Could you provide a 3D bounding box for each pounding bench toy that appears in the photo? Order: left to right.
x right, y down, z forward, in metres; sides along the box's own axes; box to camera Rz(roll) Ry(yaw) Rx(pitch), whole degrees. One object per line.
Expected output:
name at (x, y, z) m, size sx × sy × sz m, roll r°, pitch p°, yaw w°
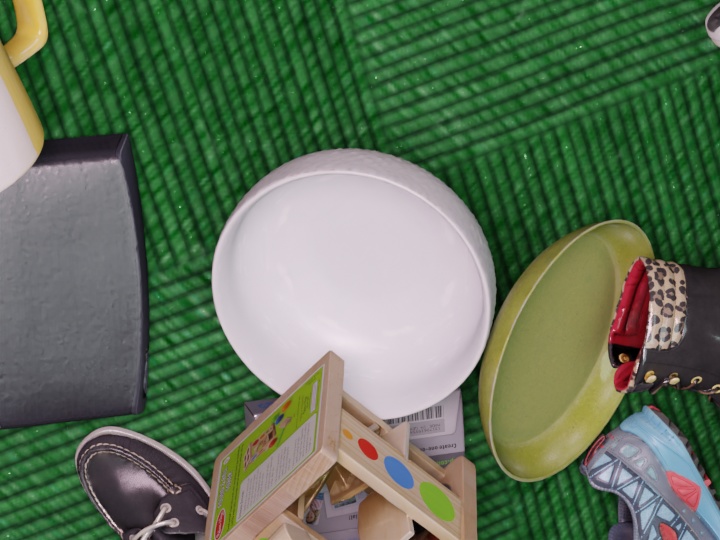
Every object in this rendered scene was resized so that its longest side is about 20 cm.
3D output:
pounding bench toy at (-0.007, 0.187, 1.633) m, size 0.156 × 0.200 × 0.124 m, roll 39°, pitch 113°, yaw -18°

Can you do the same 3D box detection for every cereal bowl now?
cereal bowl at (0.000, 0.000, 1.691) m, size 0.199 × 0.083 × 0.201 m, roll 5°, pitch 121°, yaw 9°

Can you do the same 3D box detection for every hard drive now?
hard drive at (-0.210, 0.011, 1.677) m, size 0.134 × 0.042 × 0.201 m, roll -5°, pitch 104°, yaw -13°

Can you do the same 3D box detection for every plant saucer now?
plant saucer at (0.142, 0.053, 1.740) m, size 0.200 × 0.031 × 0.200 m, roll -33°, pitch 135°, yaw -39°

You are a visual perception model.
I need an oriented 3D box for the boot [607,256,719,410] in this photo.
boot at (0.253, 0.084, 1.753) m, size 0.150 × 0.073 × 0.201 m, roll 7°, pitch 99°, yaw -20°

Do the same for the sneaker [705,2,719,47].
sneaker at (0.348, -0.175, 1.771) m, size 0.199 × 0.075 × 0.081 m, roll -9°, pitch 114°, yaw -12°

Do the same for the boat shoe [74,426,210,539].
boat shoe at (-0.128, 0.195, 1.716) m, size 0.074 × 0.060 × 0.200 m, roll -37°, pitch 97°, yaw 13°

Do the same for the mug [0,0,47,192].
mug at (-0.292, -0.141, 1.563) m, size 0.149 × 0.187 × 0.153 m, roll -9°, pitch 122°, yaw 8°

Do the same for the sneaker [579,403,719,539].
sneaker at (0.230, 0.202, 1.829) m, size 0.095 × 0.079 × 0.200 m, roll -30°, pitch 99°, yaw -1°

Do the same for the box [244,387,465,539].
box at (0.000, 0.186, 1.775) m, size 0.155 × 0.041 × 0.201 m, roll -7°, pitch 103°, yaw -12°
